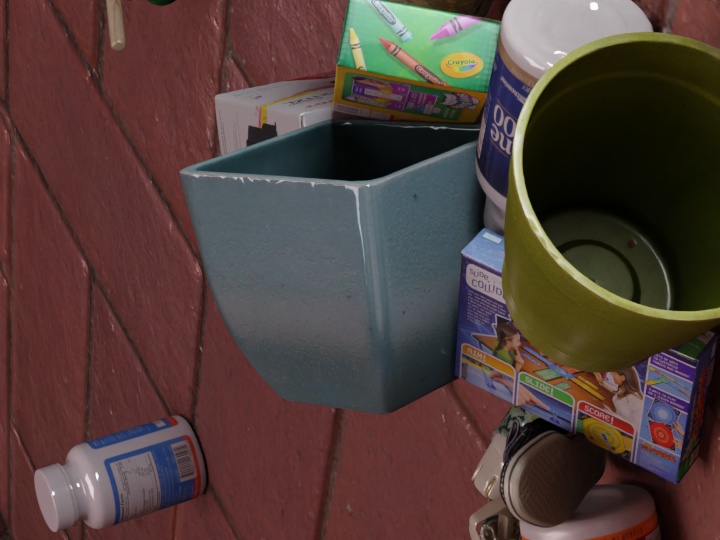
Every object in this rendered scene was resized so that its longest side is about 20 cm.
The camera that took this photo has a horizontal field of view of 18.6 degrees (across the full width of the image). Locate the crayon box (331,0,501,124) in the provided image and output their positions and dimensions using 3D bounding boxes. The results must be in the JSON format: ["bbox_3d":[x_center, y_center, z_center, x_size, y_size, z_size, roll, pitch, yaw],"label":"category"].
[{"bbox_3d":[0.041,-0.158,1.722,0.200,0.118,0.058,111,169,-84],"label":"crayon box"}]

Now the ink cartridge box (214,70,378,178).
[{"bbox_3d":[-0.023,-0.122,1.944,0.200,0.145,0.083,18,118,63],"label":"ink cartridge box"}]

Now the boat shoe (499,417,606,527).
[{"bbox_3d":[0.139,0.153,1.705,0.062,0.200,0.075,2,98,20],"label":"boat shoe"}]

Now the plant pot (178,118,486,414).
[{"bbox_3d":[0.000,0.000,1.729,0.195,0.196,0.201,6,109,39],"label":"plant pot"}]

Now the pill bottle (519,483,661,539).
[{"bbox_3d":[0.196,0.279,1.741,0.110,0.109,0.201,7,111,66],"label":"pill bottle"}]

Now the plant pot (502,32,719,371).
[{"bbox_3d":[0.178,-0.025,1.473,0.193,0.200,0.201,114,135,-65],"label":"plant pot"}]

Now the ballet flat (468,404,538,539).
[{"bbox_3d":[0.128,0.197,1.903,0.074,0.074,0.200,46,144,49],"label":"ballet flat"}]

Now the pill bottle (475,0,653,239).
[{"bbox_3d":[0.144,-0.104,1.611,0.111,0.111,0.200,57,152,36],"label":"pill bottle"}]

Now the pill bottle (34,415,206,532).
[{"bbox_3d":[-0.306,0.262,2.782,0.112,0.200,0.112,47,145,49],"label":"pill bottle"}]

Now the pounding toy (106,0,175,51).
[{"bbox_3d":[-0.240,-0.346,2.309,0.184,0.142,0.201,18,120,64],"label":"pounding toy"}]

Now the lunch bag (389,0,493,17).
[{"bbox_3d":[0.065,-0.284,1.663,0.168,0.139,0.200,52,156,5],"label":"lunch bag"}]

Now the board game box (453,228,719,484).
[{"bbox_3d":[0.164,0.064,1.643,0.200,0.034,0.136,26,139,23],"label":"board game box"}]
